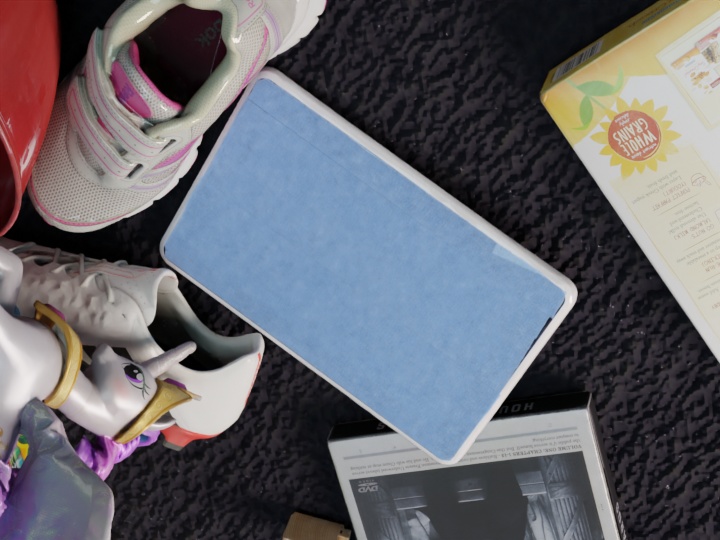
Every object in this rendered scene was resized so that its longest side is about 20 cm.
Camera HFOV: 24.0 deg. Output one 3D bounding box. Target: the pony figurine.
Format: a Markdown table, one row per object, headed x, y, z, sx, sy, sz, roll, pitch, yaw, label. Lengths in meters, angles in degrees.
| x | y | z | sx | sy | sz | roll | pitch | yaw | label |
| --- | --- | --- | --- | --- | --- | --- | --- | --- | --- |
| -0.178 | 0.077 | 0.804 | 0.166 | 0.194 | 0.200 | 5 | 152 | 50 | pony figurine |

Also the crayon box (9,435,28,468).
| x | y | z | sx | sy | sz | roll | pitch | yaw | label |
| --- | --- | --- | --- | --- | --- | --- | --- | --- | --- |
| -0.229 | 0.116 | 0.946 | 0.058 | 0.119 | 0.202 | -4 | 114 | 16 | crayon box |

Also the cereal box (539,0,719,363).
| x | y | z | sx | sy | sz | roll | pitch | yaw | label |
| --- | --- | --- | --- | --- | --- | --- | --- | --- | --- |
| 0.198 | -0.044 | 0.804 | 0.143 | 0.040 | 0.201 | -30 | 105 | 25 | cereal box |

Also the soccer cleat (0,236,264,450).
| x | y | z | sx | sy | sz | roll | pitch | yaw | label |
| --- | --- | --- | --- | --- | --- | --- | --- | --- | --- |
| -0.144 | 0.019 | 0.905 | 0.199 | 0.069 | 0.085 | 33 | 124 | -8 | soccer cleat |

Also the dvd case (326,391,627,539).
| x | y | z | sx | sy | sz | roll | pitch | yaw | label |
| --- | --- | --- | --- | --- | --- | --- | --- | --- | --- |
| 0.077 | 0.168 | 0.945 | 0.149 | 0.025 | 0.202 | -9 | 111 | 18 | dvd case |

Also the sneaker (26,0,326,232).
| x | y | z | sx | sy | sz | roll | pitch | yaw | label |
| --- | --- | --- | --- | --- | --- | --- | --- | --- | --- |
| -0.107 | -0.089 | 0.827 | 0.081 | 0.088 | 0.200 | 44 | 117 | 1 | sneaker |

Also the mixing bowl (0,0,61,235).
| x | y | z | sx | sy | sz | roll | pitch | yaw | label |
| --- | --- | --- | --- | --- | --- | --- | --- | --- | --- |
| -0.219 | -0.120 | 0.817 | 0.199 | 0.109 | 0.201 | 23 | 147 | 16 | mixing bowl |

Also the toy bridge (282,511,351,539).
| x | y | z | sx | sy | sz | roll | pitch | yaw | label |
| --- | --- | --- | --- | --- | --- | --- | --- | --- | --- |
| -0.025 | 0.238 | 1.003 | 0.067 | 0.027 | 0.202 | 13 | 118 | 7 | toy bridge |

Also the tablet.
| x | y | z | sx | sy | sz | roll | pitch | yaw | label |
| --- | --- | --- | --- | --- | --- | --- | --- | --- | --- |
| 0.000 | 0.000 | 0.879 | 0.199 | 0.014 | 0.131 | 36 | 118 | 5 | tablet |
